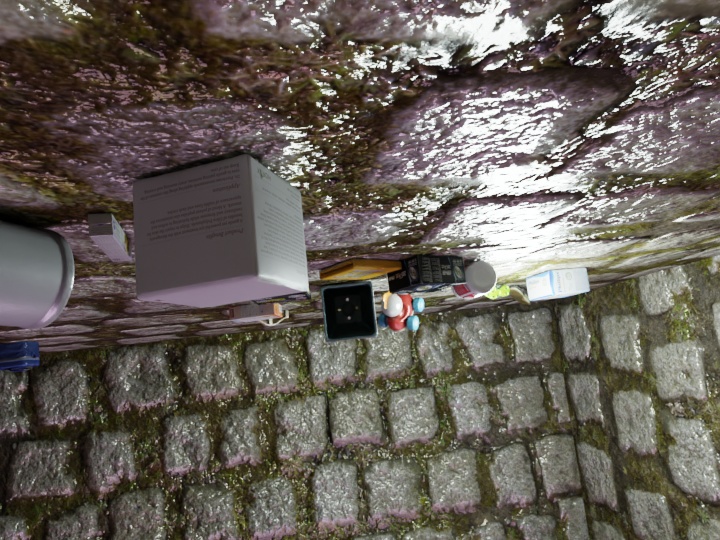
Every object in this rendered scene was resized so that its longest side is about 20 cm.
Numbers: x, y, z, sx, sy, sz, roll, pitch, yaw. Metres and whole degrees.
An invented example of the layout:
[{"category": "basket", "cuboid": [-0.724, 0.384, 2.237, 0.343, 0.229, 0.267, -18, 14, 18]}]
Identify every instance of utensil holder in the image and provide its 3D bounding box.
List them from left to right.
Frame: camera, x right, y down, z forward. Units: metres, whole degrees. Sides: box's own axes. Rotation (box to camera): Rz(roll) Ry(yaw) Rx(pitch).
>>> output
[{"category": "utensil holder", "cuboid": [-0.591, -0.002, 0.847, 0.165, 0.176, 0.199, -10, 167, 20]}]

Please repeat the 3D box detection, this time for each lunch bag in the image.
[{"category": "lunch bag", "cuboid": [-1.661, 0.422, 2.623, 0.193, 0.137, 0.136, -6, 171, 3]}]

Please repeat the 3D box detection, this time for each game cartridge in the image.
[{"category": "game cartridge", "cuboid": [0.000, 0.000, 1.645, 0.196, 0.034, 0.174, 3, 166, -40]}]

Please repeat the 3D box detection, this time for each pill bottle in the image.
[{"category": "pill bottle", "cuboid": [0.385, 0.038, 1.880, 0.109, 0.116, 0.200, -4, 171, -11]}]

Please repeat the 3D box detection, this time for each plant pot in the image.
[{"category": "plant pot", "cuboid": [-0.046, 0.150, 2.031, 0.189, 0.203, 0.200, -6, 179, -3]}]

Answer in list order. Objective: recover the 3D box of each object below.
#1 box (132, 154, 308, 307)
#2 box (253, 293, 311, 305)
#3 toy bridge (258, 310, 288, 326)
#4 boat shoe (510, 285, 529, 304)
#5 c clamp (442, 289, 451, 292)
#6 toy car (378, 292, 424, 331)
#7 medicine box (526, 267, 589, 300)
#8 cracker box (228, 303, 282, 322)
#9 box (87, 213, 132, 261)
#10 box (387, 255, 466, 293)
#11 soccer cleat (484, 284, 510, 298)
[{"category": "box", "cuboid": [-0.203, -0.046, 0.820, 0.193, 0.177, 0.200, -9, 170, 16]}, {"category": "box", "cuboid": [-0.275, 0.080, 1.876, 0.193, 0.046, 0.160, -7, 171, -2]}, {"category": "toy bridge", "cuboid": [-0.426, 0.224, 2.525, 0.195, 0.069, 0.027, 0, 169, -36]}, {"category": "boat shoe", "cuboid": [0.803, 0.111, 2.730, 0.072, 0.067, 0.199, 0, 157, 36]}, {"category": "c clamp", "cuboid": [0.327, 0.079, 2.350, 0.166, 0.028, 0.199, -5, 173, 21]}, {"category": "toy car", "cuboid": [0.151, 0.147, 2.344, 0.180, 0.181, 0.201, 3, 148, 32]}, {"category": "medicine box", "cuboid": [0.859, 0.061, 2.359, 0.194, 0.106, 0.182, -5, 170, -16]}, {"category": "cracker box", "cuboid": [-0.439, 0.176, 2.271, 0.193, 0.060, 0.134, -8, 169, 4]}, {"category": "box", "cuboid": [-0.455, -0.057, 0.989, 0.040, 0.040, 0.200, -5, 170, -14]}, {"category": "box", "cuboid": [0.207, 0.014, 1.702, 0.196, 0.089, 0.162, 1, 167, -36]}, {"category": "soccer cleat", "cuboid": [0.622, 0.096, 2.529, 0.196, 0.070, 0.080, 1, -179, -38]}]
